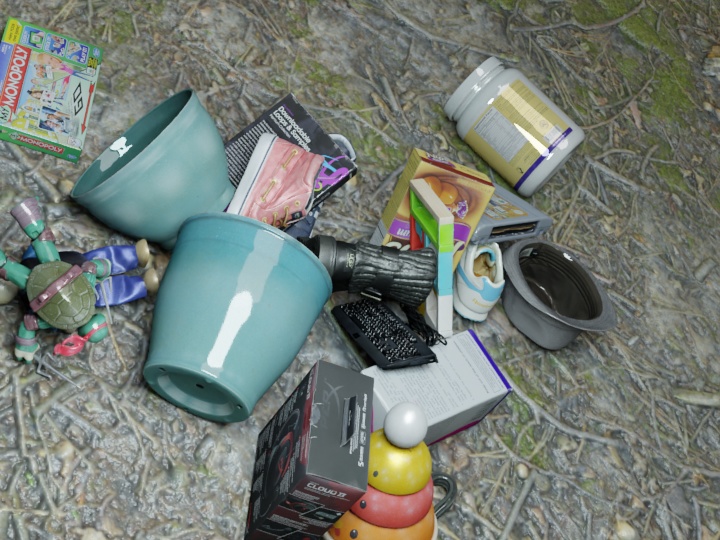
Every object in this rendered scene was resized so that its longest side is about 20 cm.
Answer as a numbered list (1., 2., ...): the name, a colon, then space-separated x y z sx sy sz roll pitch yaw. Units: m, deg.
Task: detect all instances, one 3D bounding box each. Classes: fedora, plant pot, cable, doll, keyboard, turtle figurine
1. fedora: 0.275 0.046 1.683 0.176 0.090 0.200 2 43 -34
2. plant pot: -0.159 0.066 1.340 0.200 0.200 0.188 28 60 -10
3. cable: 0.068 0.326 1.385 0.097 0.050 0.200 12 35 -2
4. plant pot: -0.244 -0.112 1.435 0.134 0.200 0.201 50 41 -22
5. doll: -0.347 0.007 1.357 0.199 0.048 0.137 -10 71 -30
6. keyboard: 0.039 0.067 1.471 0.104 0.040 0.200 -7 23 -20
7. turtle figurine: -0.338 0.023 1.278 0.150 0.101 0.200 -41 94 -28

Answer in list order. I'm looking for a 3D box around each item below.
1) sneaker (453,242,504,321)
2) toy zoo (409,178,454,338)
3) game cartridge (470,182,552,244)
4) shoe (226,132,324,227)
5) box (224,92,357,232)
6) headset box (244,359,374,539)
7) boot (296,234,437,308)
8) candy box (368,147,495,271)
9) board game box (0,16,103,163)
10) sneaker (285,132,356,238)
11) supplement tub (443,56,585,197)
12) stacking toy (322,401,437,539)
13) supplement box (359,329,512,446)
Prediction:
1. sneaker: 0.168 -0.024 1.680 0.076 0.081 0.200 10 45 -24
2. toy zoo: 0.092 -0.003 1.491 0.020 0.201 0.131 -8 28 -12
3. game cartridge: 0.180 -0.089 1.701 0.133 0.042 0.200 40 31 30
4. shoe: -0.118 -0.074 1.472 0.091 0.071 0.201 21 78 3
5. box: -0.123 -0.125 1.540 0.200 0.036 0.143 -39 79 -8
6. headset box: -0.053 0.207 1.274 0.075 0.200 0.149 20 47 -17
7. boot: 0.000 0.003 1.469 0.157 0.211 0.080 6 89 -15
8. candy box: 0.088 -0.054 1.571 0.116 0.200 0.057 18 23 -19
9. board game box: -0.424 -0.243 1.524 0.134 0.029 0.201 17 48 -21
10. sneaker: -0.068 -0.113 1.585 0.070 0.109 0.200 32 45 -6
11. supplement tub: 0.247 -0.234 1.852 0.200 0.145 0.145 44 45 7
12. stacking toy: 0.033 0.225 1.298 0.146 0.201 0.146 8 33 -5
13. supplement box: 0.078 0.165 1.460 0.200 0.101 0.104 -18 66 -40
